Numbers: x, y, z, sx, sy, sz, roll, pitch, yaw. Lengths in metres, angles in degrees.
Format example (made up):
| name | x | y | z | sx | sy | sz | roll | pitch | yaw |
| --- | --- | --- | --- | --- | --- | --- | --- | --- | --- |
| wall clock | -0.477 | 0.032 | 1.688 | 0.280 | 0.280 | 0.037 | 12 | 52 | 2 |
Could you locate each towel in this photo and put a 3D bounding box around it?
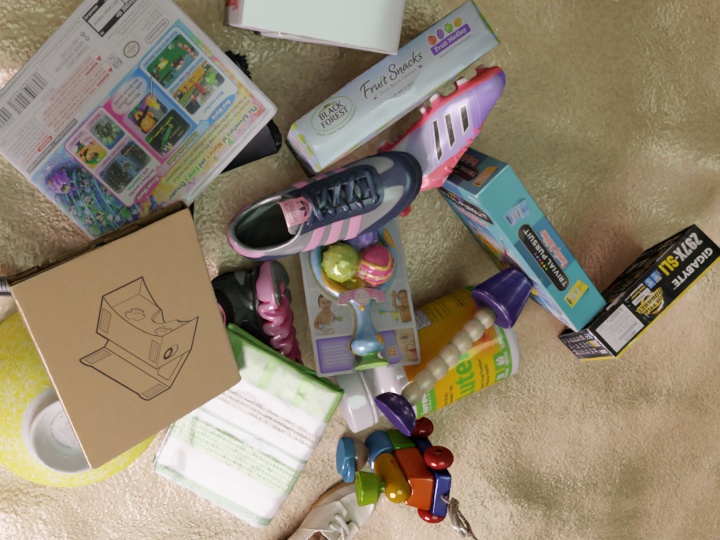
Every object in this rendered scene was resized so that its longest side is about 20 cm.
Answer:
| name | x | y | z | sx | sy | sz | roll | pitch | yaw |
| --- | --- | --- | --- | --- | --- | --- | --- | --- | --- |
| towel | -0.120 | 0.165 | 0.864 | 0.148 | 0.031 | 0.202 | 29 | 113 | -3 |

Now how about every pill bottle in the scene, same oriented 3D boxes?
| name | x | y | z | sx | sy | sz | roll | pitch | yaw |
| --- | --- | --- | --- | --- | --- | --- | --- | --- | --- |
| pill bottle | 0.067 | 0.101 | 0.914 | 0.198 | 0.111 | 0.112 | -22 | 114 | -11 |

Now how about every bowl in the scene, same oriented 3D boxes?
| name | x | y | z | sx | sy | sz | roll | pitch | yaw |
| --- | --- | --- | --- | --- | --- | --- | --- | --- | --- |
| bowl | -0.280 | 0.137 | 0.805 | 0.197 | 0.108 | 0.203 | -6 | 110 | -17 |

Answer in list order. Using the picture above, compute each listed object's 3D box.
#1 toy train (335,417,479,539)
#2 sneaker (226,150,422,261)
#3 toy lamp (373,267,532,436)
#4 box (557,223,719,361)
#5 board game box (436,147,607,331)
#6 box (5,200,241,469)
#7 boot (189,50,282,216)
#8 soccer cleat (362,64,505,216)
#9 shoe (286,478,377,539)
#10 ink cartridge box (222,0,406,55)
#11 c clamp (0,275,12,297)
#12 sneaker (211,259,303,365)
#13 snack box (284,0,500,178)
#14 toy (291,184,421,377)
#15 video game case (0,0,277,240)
| name | x | y | z | sx | sy | sz | roll | pitch | yaw |
| --- | --- | --- | --- | --- | --- | --- | --- | --- | --- |
| toy train | 0.046 | 0.240 | 0.907 | 0.114 | 0.200 | 0.086 | 0 | 108 | -14 |
| sneaker | -0.036 | -0.057 | 0.781 | 0.198 | 0.082 | 0.071 | -24 | 86 | 12 |
| toy lamp | 0.098 | 0.076 | 0.836 | 0.200 | 0.058 | 0.058 | -45 | 117 | -15 |
| box | 0.309 | 0.033 | 0.935 | 0.049 | 0.200 | 0.160 | 44 | 88 | 8 |
| board game box | 0.159 | -0.041 | 0.877 | 0.047 | 0.151 | 0.200 | -42 | 116 | -1 |
| box | -0.199 | 0.059 | 0.732 | 0.162 | 0.021 | 0.202 | -28 | 126 | -26 |
| boot | -0.150 | -0.090 | 0.791 | 0.166 | 0.076 | 0.203 | -22 | 108 | -7 |
| soccer cleat | 0.078 | -0.124 | 0.800 | 0.077 | 0.199 | 0.067 | 53 | 46 | -3 |
| shoe | -0.053 | 0.329 | 0.980 | 0.199 | 0.053 | 0.070 | -40 | 116 | -3 |
| ink cartridge box | -0.034 | -0.301 | 0.717 | 0.142 | 0.145 | 0.203 | 6 | 105 | -17 |
| c clamp | -0.276 | 0.016 | 0.738 | 0.197 | 0.170 | 0.028 | 1 | 83 | -26 |
| sneaker | -0.114 | 0.087 | 0.877 | 0.094 | 0.079 | 0.203 | -5 | 110 | 5 |
| snack box | 0.023 | -0.168 | 0.788 | 0.199 | 0.142 | 0.053 | -36 | 95 | -5 |
| toy | 0.000 | 0.000 | 0.841 | 0.113 | 0.047 | 0.203 | -5 | 81 | -18 |
| video game case | -0.204 | -0.135 | 0.725 | 0.182 | 0.024 | 0.200 | 44 | 90 | -12 |
